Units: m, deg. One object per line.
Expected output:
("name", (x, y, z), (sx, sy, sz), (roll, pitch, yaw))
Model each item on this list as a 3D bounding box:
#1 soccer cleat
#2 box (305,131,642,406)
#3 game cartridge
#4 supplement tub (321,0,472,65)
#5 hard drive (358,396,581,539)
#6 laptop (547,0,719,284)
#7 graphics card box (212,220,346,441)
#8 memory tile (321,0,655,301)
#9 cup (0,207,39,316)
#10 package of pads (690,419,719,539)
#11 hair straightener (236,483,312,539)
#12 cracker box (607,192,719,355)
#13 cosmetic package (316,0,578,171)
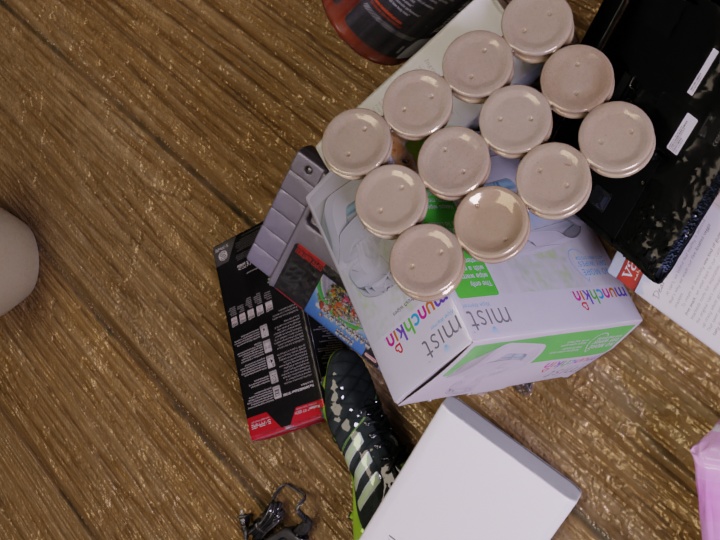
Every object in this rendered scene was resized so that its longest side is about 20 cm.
("soccer cleat", (0.017, 0.167, 1.105), (0.080, 0.067, 0.203), (-12, 90, 37))
("box", (0.085, -0.006, 0.915), (0.097, 0.198, 0.178), (-43, 61, 39))
("game cartridge", (0.000, 0.000, 1.075), (0.199, 0.038, 0.131), (37, 117, 12))
("supplement tub", (0.062, -0.261, 0.991), (0.199, 0.106, 0.108), (-36, 67, 43))
("hard drive", (0.080, 0.218, 1.026), (0.131, 0.026, 0.201), (35, 120, 12))
("laptop", (0.204, -0.125, 0.857), (0.200, 0.102, 0.179), (45, 124, 31))
("graphics card box", (-0.076, 0.054, 1.201), (0.125, 0.050, 0.203), (-24, 76, 46))
("memory tile", (0.083, -0.085, 0.820), (0.199, 0.017, 0.154), (-32, 68, 1))
("cup", (-0.505, -0.011, 1.594), (0.199, 0.142, 0.204), (3, 94, 47))
("package of pads", (0.306, 0.168, 0.765), (0.198, 0.075, 0.122), (6, 113, 48))
("hair straightener", (-0.112, 0.279, 1.261), (0.200, 0.041, 0.078), (-50, 58, 37))
("cracker box", (0.275, -0.006, 0.812), (0.200, 0.057, 0.135), (41, 119, 37))
("cosmetic package", (0.067, -0.138, 0.969), (0.199, 0.101, 0.074), (-37, 89, 34))
